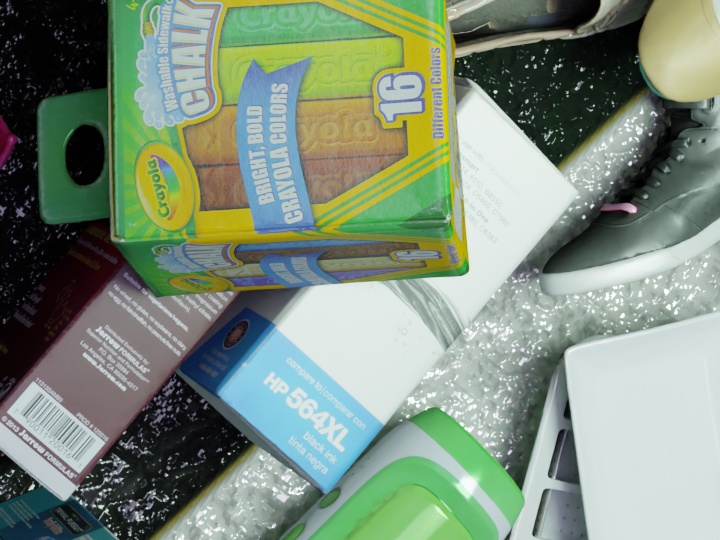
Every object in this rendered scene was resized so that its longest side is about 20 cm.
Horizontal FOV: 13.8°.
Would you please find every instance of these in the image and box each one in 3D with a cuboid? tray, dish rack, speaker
[{"bbox_3d":[0.168,0.126,1.610,0.107,0.022,0.201,-12,102,-16],"label":"tray"},{"bbox_3d":[0.174,0.131,1.647,0.199,0.044,0.172,13,93,-19],"label":"dish rack"},{"bbox_3d":[-0.008,0.166,1.572,0.200,0.088,0.088,-44,108,-7],"label":"speaker"}]

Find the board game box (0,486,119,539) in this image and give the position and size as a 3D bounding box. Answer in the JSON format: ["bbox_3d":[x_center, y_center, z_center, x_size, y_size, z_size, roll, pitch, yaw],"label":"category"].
[{"bbox_3d":[-0.125,0.220,1.507,0.047,0.151,0.201,-21,105,-14],"label":"board game box"}]

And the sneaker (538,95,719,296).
[{"bbox_3d":[0.168,-0.062,1.604,0.200,0.071,0.099,-27,104,-18],"label":"sneaker"}]

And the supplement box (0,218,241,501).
[{"bbox_3d":[-0.116,0.013,1.500,0.061,0.109,0.200,42,83,-18],"label":"supplement box"}]

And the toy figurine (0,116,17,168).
[{"bbox_3d":[-0.228,-0.102,1.427,0.200,0.150,0.185,-18,119,-50],"label":"toy figurine"}]

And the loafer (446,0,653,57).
[{"bbox_3d":[0.102,-0.144,1.561,0.199,0.063,0.072,-12,132,-15],"label":"loafer"}]

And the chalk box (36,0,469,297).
[{"bbox_3d":[-0.054,-0.061,1.386,0.199,0.124,0.125,-4,78,4],"label":"chalk box"}]

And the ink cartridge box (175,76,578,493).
[{"bbox_3d":[0.000,0.000,1.515,0.084,0.146,0.200,43,85,-18],"label":"ink cartridge box"}]

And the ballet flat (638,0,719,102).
[{"bbox_3d":[0.219,-0.153,1.566,0.200,0.063,0.069,-38,95,-39],"label":"ballet flat"}]
